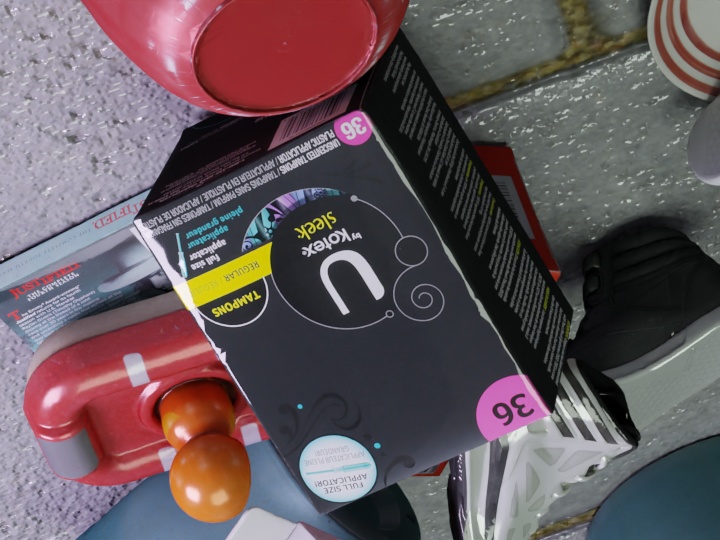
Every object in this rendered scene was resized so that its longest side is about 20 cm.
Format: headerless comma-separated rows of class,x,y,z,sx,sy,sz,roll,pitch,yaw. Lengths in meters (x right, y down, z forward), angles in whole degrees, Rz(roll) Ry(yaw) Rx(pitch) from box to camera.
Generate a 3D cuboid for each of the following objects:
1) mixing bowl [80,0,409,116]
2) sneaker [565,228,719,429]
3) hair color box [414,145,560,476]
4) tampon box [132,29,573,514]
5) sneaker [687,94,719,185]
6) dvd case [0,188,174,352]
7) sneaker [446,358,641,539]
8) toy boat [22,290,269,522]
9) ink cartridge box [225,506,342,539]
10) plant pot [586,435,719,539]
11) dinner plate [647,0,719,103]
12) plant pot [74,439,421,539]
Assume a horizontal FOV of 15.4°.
mixing bowl,-0.049,-0.150,1.342,0.200,0.109,0.200,-12,143,-9
sneaker,0.147,0.048,1.668,0.200,0.099,0.071,-30,141,-3
hair color box,0.044,0.027,1.611,0.061,0.102,0.200,1,140,-26
tampon box,0.000,0.000,1.444,0.150,0.126,0.200,-26,109,21
sneaker,0.292,-0.104,1.542,0.099,0.071,0.200,18,137,-41
dvd case,-0.121,0.028,1.610,0.146,0.022,0.200,-26,144,10
sneaker,0.112,0.132,1.590,0.115,0.076,0.201,-7,133,-4
toy boat,-0.093,0.090,1.573,0.199,0.131,0.131,-17,144,-1
ink cartridge box,-0.017,0.228,1.603,0.200,0.067,0.116,29,98,-46
plant pot,0.282,0.239,1.930,0.200,0.161,0.201,-11,143,-9
dinner plate,0.255,-0.168,1.516,0.200,0.024,0.200,-11,142,-9
plant pot,-0.070,0.191,1.711,0.200,0.200,0.188,26,114,-43
